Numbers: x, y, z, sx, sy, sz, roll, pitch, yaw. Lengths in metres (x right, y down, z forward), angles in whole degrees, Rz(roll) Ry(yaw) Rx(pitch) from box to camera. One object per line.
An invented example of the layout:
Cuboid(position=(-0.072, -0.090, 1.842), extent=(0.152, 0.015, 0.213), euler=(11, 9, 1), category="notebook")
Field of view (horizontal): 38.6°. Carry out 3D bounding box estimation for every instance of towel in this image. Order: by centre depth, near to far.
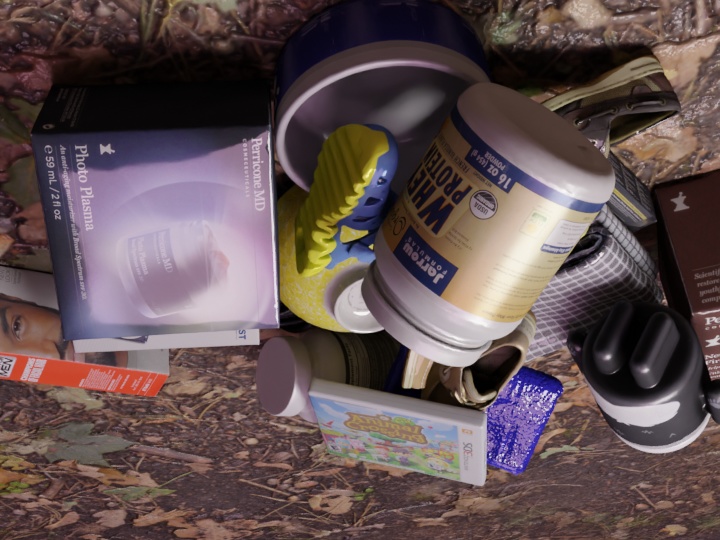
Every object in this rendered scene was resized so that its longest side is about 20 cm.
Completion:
Cuboid(position=(0.209, 0.018, 1.115), extent=(0.199, 0.086, 0.165), euler=(-23, 145, 29), category="towel")
Cuboid(position=(0.123, 0.162, 1.209), extent=(0.198, 0.050, 0.149), euler=(15, 124, -2), category="towel")

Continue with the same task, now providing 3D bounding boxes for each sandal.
Cuboid(position=(0.000, -0.062, 0.908), extent=(0.086, 0.080, 0.200), euler=(0, 156, -17), category="sandal")

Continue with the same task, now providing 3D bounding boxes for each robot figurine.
Cuboid(position=(0.304, 0.110, 1.083), extent=(0.124, 0.151, 0.200), euler=(-28, 140, 8), category="robot figurine")

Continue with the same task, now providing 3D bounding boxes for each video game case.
Cuboid(position=(0.046, 0.189, 1.182), extent=(0.198, 0.022, 0.183), euler=(10, 150, 13), category="video game case")

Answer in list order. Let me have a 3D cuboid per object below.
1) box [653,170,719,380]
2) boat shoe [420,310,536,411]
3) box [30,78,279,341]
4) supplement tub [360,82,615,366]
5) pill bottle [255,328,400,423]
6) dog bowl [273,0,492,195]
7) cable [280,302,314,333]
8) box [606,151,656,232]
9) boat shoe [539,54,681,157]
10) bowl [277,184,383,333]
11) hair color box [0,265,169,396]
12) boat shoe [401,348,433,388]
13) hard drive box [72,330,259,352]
Cuboid(position=(0.430, 0.008, 1.149), extent=(0.164, 0.166, 0.200), euler=(-13, 147, 11), category="box")
Cuboid(position=(0.121, 0.116, 1.109), extent=(0.072, 0.065, 0.200), euler=(28, 132, -10), category="boat shoe")
Cuboid(position=(-0.172, -0.055, 0.915), extent=(0.196, 0.124, 0.202), euler=(-4, 120, -6), category="box")
Cuboid(position=(0.099, -0.035, 0.848), extent=(0.143, 0.145, 0.201), euler=(16, 119, -31), category="supplement tub")
Cuboid(position=(-0.023, 0.131, 1.280), extent=(0.198, 0.117, 0.116), euler=(4, 148, -35), category="pill bottle")
Cuboid(position=(0.021, -0.145, 0.917), extent=(0.198, 0.079, 0.201), euler=(-5, 147, -3), category="dog bowl")
Cuboid(position=(-0.065, 0.009, 1.170), extent=(0.198, 0.051, 0.163), euler=(-18, 146, 19), category="cable")
Cuboid(position=(0.197, -0.076, 1.087), extent=(0.160, 0.050, 0.199), euler=(-26, 143, 32), category="box")
Cuboid(position=(0.202, -0.126, 0.926), extent=(0.199, 0.065, 0.073), euler=(-31, 159, -9), category="boat shoe")
Cuboid(position=(0.000, 0.000, 1.066), extent=(0.198, 0.108, 0.201), euler=(-10, 134, -10), category="bowl")
Cuboid(position=(-0.319, 0.071, 1.165), extent=(0.198, 0.112, 0.064), euler=(10, 144, -25), category="hair color box")
Cuboid(position=(0.096, 0.036, 1.045), extent=(0.066, 0.074, 0.202), euler=(20, 106, 0), category="boat shoe")
Cuboid(position=(-0.206, 0.001, 1.071), extent=(0.198, 0.077, 0.157), euler=(-3, 131, -6), category="hard drive box")
